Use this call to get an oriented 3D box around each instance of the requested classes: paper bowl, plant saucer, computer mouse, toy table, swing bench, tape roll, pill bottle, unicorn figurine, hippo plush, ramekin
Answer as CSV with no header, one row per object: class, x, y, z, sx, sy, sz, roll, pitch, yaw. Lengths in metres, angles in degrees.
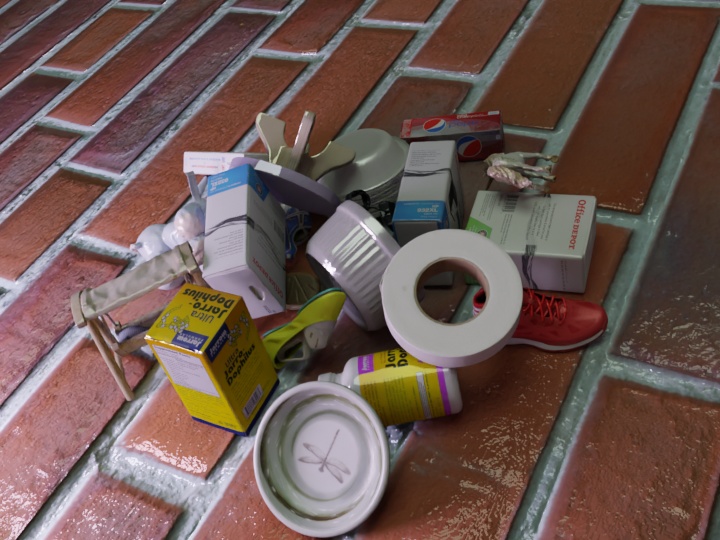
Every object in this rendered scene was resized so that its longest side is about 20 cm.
paper bowl,0.004,-0.187,1.495,0.197,0.106,0.202,-13,35,9
plant saucer,-0.048,0.253,1.090,0.196,0.050,0.205,-2,82,19
computer mouse,0.029,-0.096,1.377,0.034,0.199,0.060,-27,65,29
toy table,-0.113,-0.187,1.381,0.197,0.184,0.119,24,74,-13
swing bench,-0.336,0.066,1.297,0.196,0.202,0.130,-25,43,-9
tape roll,0.126,0.036,1.123,0.198,0.037,0.206,-4,60,6
pill bottle,0.042,0.167,1.146,0.196,0.105,0.105,-12,43,5
unicorn figurine,0.260,-0.169,1.354,0.135,0.199,0.076,10,92,20
hippo plush,-0.334,-0.054,1.436,0.158,0.159,0.203,-23,85,9
ramekin,0.000,0.000,1.266,0.105,0.201,0.200,-39,47,-11

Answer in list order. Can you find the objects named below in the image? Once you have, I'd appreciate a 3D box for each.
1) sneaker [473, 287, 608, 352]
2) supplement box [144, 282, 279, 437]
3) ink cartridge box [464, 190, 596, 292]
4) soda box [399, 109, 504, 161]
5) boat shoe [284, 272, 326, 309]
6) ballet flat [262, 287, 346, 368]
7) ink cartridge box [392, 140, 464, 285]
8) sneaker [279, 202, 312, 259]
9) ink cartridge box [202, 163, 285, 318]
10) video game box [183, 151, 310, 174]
sneaker,0.258,0.059,1.172,0.196,0.116,0.080,-7,54,16
supplement box,-0.213,0.134,1.190,0.107,0.202,0.110,11,50,26
ink cartridge box,0.275,-0.050,1.305,0.196,0.085,0.147,5,48,23
soda box,0.177,-0.255,1.552,0.196,0.071,0.064,-2,45,15
boat shoe,-0.147,0.037,1.378,0.197,0.063,0.075,8,74,28
ballet flat,-0.082,0.096,1.234,0.199,0.066,0.068,-35,63,40
ink cartridge box,0.118,-0.098,1.347,0.082,0.147,0.202,-1,46,17
sneaker,-0.122,-0.093,1.497,0.076,0.076,0.202,25,51,4
ink cartridge box,-0.185,-0.044,1.308,0.082,0.146,0.203,-14,55,14
video game box,-0.207,-0.202,1.537,0.180,0.048,0.198,12,12,40
